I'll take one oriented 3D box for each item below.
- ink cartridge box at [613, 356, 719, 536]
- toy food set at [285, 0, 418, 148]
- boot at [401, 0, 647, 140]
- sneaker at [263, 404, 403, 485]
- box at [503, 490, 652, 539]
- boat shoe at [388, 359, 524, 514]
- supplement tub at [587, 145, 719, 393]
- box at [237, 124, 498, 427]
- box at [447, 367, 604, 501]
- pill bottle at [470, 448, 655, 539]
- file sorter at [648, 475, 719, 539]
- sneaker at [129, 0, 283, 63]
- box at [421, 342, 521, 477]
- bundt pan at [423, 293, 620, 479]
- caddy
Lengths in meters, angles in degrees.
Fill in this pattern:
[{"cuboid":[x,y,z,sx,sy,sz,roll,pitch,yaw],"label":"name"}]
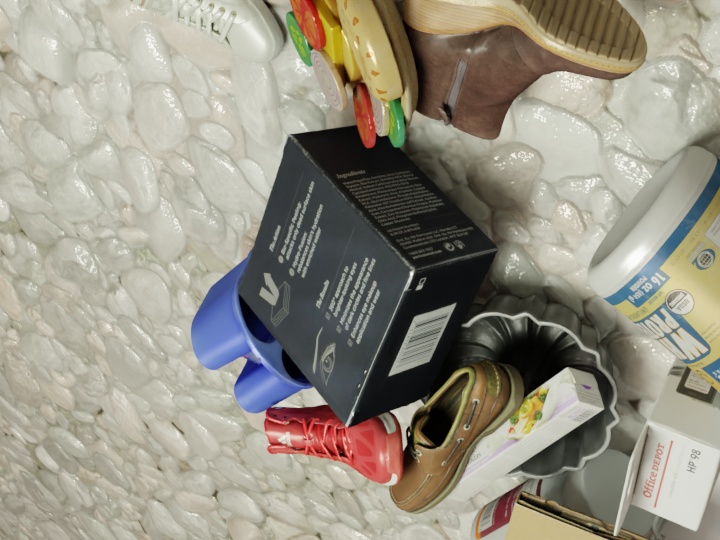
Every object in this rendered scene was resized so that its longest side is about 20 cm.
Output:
[{"cuboid":[0.292,0.142,1.013,0.066,0.200,0.117,19,138,21],"label":"ink cartridge box"},{"cuboid":[-0.010,-0.198,0.983,0.201,0.048,0.199,57,167,26],"label":"toy food set"},{"cuboid":[0.124,-0.165,0.922,0.198,0.073,0.167,26,152,15],"label":"boot"},{"cuboid":[-0.034,0.179,1.165,0.200,0.114,0.080,173,94,-71],"label":"sneaker"},{"cuboid":[0.219,0.310,1.162,0.162,0.021,0.201,19,138,12],"label":"box"},{"cuboid":[0.074,0.159,1.120,0.201,0.067,0.072,-57,42,27],"label":"boat shoe"},{"cuboid":[0.300,0.013,0.929,0.199,0.145,0.145,38,141,2],"label":"supplement tub"},{"cuboid":[0.000,0.000,1.095,0.200,0.116,0.198,48,133,30],"label":"box"},{"cuboid":[0.149,0.162,1.116,0.041,0.039,0.200,18,134,-34],"label":"box"},{"cuboid":[0.215,0.270,1.230,0.114,0.114,0.200,42,139,-3],"label":"pill bottle"},{"cuboid":[0.361,0.307,1.177,0.137,0.125,0.202,20,138,23],"label":"file sorter"},{"cuboid":[-0.168,-0.255,1.097,0.199,0.085,0.073,38,139,0],"label":"sneaker"},{"cuboid":[0.126,0.146,1.279,0.109,0.035,0.201,-17,115,45],"label":"box"},{"cuboid":[0.165,0.108,1.155,0.199,0.076,0.204,10,123,16],"label":"bundt pan"},{"cuboid":[-0.095,0.057,1.240,0.104,0.201,0.142,-34,108,24],"label":"caddy"}]
